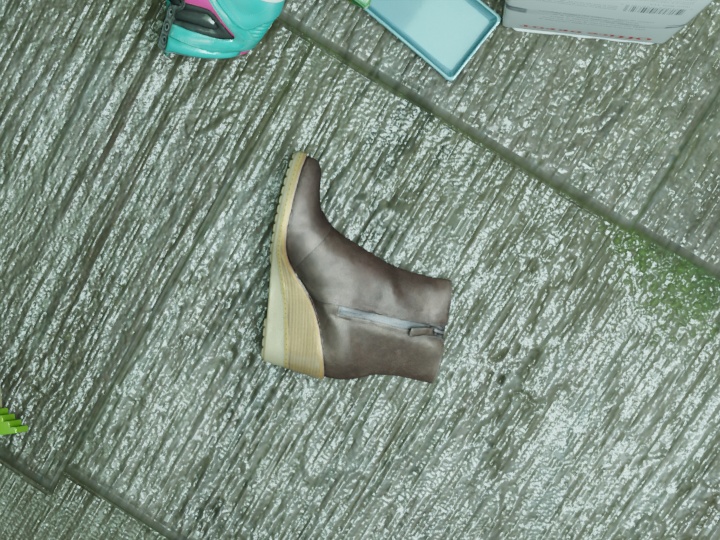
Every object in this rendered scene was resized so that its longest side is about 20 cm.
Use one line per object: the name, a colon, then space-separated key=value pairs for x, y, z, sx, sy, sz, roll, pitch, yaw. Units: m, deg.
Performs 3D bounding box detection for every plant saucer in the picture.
plant saucer: x=0.025 y=-0.255 z=0.849 sx=0.200 sy=0.019 sz=0.070 roll=40 pitch=100 yaw=0

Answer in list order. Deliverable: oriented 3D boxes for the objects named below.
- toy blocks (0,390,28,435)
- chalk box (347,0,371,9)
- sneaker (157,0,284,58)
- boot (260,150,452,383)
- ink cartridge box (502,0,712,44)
toy blocks: x=-0.426 y=0.097 z=0.924 sx=0.198 sy=0.100 sz=0.138 roll=-8 pitch=85 yaw=8
chalk box: x=-0.049 y=-0.316 z=0.745 sx=0.199 sy=0.125 sz=0.124 roll=33 pitch=102 yaw=-22
sneaker: x=-0.156 y=-0.250 z=0.832 sx=0.200 sy=0.084 sz=0.121 roll=38 pitch=130 yaw=10
boot: x=0.000 y=0.000 z=0.872 sx=0.165 sy=0.072 sz=0.202 roll=5 pitch=97 yaw=-5
ink cartridge box: x=0.185 y=-0.236 z=0.739 sx=0.145 sy=0.200 sz=0.083 roll=8 pitch=94 yaw=6
